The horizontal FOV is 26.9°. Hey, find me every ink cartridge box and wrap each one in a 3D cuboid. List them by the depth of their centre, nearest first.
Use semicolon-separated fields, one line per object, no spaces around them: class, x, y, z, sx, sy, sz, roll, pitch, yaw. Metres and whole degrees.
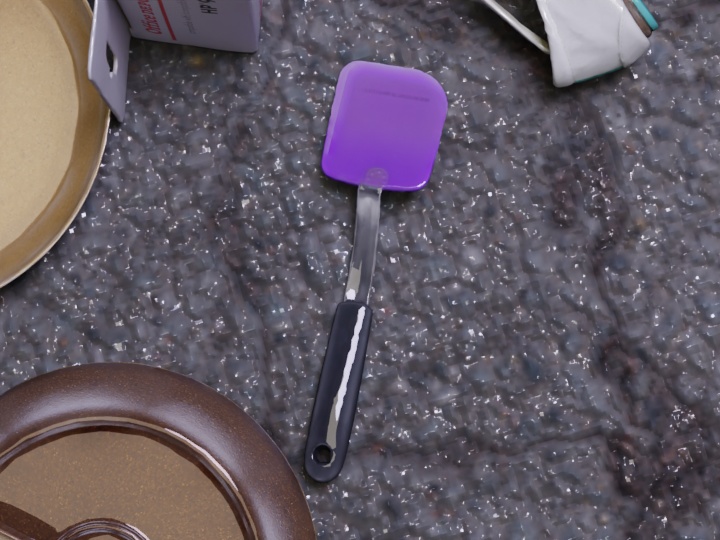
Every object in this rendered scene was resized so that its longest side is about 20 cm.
ink cartridge box;-0.073;-0.171;0.680;0.067;0.116;0.202;6;86;-1

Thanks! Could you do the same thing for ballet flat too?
ballet flat;0.062;-0.174;0.714;0.069;0.069;0.201;-34;87;-4

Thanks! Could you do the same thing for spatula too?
spatula;0.000;0.000;0.711;0.056;0.021;0.202;9;87;12

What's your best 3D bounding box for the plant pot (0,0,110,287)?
plant pot;-0.215;-0.078;0.713;0.198;0.027;0.203;0;84;-1

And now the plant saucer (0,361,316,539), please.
plant saucer;-0.118;0.143;0.692;0.198;0.032;0.203;0;86;-1

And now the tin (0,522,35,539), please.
tin;-0.145;0.178;0.655;0.199;0.042;0.113;27;89;1
